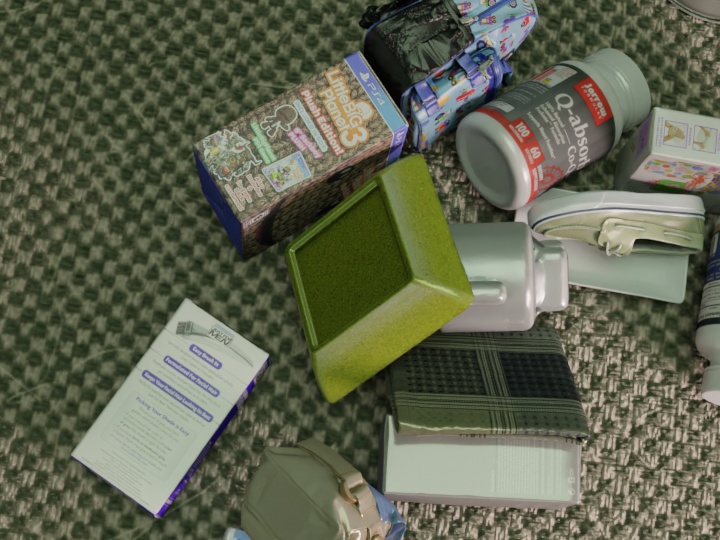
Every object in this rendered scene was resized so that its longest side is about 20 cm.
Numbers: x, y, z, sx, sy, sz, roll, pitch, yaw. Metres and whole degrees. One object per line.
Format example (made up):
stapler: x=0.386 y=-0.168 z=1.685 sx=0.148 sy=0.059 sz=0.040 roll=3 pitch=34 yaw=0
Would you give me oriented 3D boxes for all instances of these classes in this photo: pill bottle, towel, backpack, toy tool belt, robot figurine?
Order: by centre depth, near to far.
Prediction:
toy tool belt: x=-0.013 y=0.249 z=1.152 sx=0.200 sy=0.123 sz=0.125 roll=35 pitch=105 yaw=34
towel: x=0.121 y=0.114 z=1.208 sx=0.200 sy=0.035 sz=0.193 roll=4 pitch=31 yaw=-6
robot figurine: x=0.114 y=0.008 z=1.226 sx=0.200 sy=0.170 sz=0.113 roll=-2 pitch=98 yaw=8
pill bottle: x=0.421 y=0.044 z=1.262 sx=0.111 sy=0.111 sz=0.200 roll=14 pitch=76 yaw=0
backpack: x=0.107 y=-0.244 z=1.277 sx=0.200 sy=0.183 sz=0.135 roll=-32 pitch=82 yaw=-8
pill bottle: x=0.213 y=-0.160 z=1.294 sx=0.200 sy=0.116 sz=0.116 roll=-32 pitch=79 yaw=-21

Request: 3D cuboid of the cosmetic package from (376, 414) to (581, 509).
cosmetic package: x=0.117 y=0.197 z=1.209 sx=0.200 sy=0.107 sz=0.090 roll=7 pitch=76 yaw=-3

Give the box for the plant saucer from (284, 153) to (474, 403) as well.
plant saucer: x=0.000 y=0.000 z=1.193 sx=0.200 sy=0.048 sz=0.200 roll=-38 pitch=49 yaw=26

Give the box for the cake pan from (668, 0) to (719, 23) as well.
cake pan: x=0.438 y=-0.394 z=1.414 sx=0.200 sy=0.037 sz=0.201 roll=1 pitch=76 yaw=-3

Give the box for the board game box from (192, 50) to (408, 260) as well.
board game box: x=-0.064 y=-0.117 z=1.251 sx=0.200 sy=0.159 sz=0.097 roll=-31 pitch=80 yaw=-10

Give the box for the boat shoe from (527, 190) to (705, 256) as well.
boat shoe: x=0.281 y=-0.048 z=1.276 sx=0.200 sy=0.072 sz=0.062 roll=-2 pitch=73 yaw=-6

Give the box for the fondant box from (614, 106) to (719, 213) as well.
fondant box: x=0.393 y=-0.111 z=1.283 sx=0.200 sy=0.144 sz=0.058 roll=9 pitch=76 yaw=-1

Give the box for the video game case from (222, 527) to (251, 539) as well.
video game case: x=-0.075 y=0.377 z=1.165 sx=0.182 sy=0.023 sz=0.200 roll=20 pitch=68 yaw=-10

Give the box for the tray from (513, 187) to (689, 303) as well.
tray: x=0.266 y=-0.029 z=1.318 sx=0.200 sy=0.022 sz=0.108 roll=11 pitch=74 yaw=0

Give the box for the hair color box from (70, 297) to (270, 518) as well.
hair color box: x=-0.194 y=0.142 z=1.227 sx=0.109 sy=0.065 sz=0.200 roll=34 pitch=78 yaw=6
